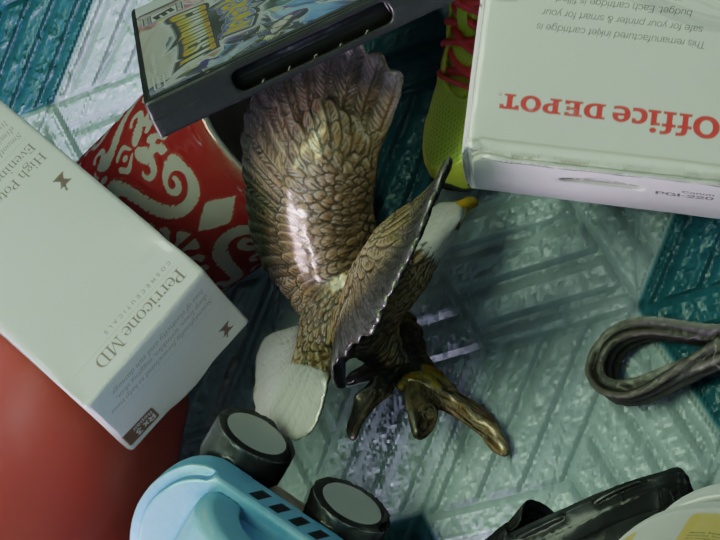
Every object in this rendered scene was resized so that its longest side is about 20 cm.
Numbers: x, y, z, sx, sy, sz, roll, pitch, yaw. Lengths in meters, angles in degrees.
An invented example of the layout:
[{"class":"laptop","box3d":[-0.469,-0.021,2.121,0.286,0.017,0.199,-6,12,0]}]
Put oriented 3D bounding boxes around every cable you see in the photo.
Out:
[{"class":"cable","box3d":[0.190,0.036,1.475,0.199,0.050,0.098,13,85,44]}]

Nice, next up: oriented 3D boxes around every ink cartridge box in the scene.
[{"class":"ink cartridge box","box3d":[0.135,-0.136,1.517,0.145,0.085,0.201,7,77,5]}]

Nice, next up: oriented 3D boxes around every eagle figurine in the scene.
[{"class":"eagle figurine","box3d":[0.004,-0.006,1.573,0.151,0.200,0.151,6,55,23]}]

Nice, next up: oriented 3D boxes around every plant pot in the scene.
[{"class":"plant pot","box3d":[-0.195,0.125,1.704,0.200,0.200,0.178,-4,54,42]}]

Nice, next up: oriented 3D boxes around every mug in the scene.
[{"class":"mug","box3d":[-0.100,-0.044,1.752,0.200,0.177,0.134,-39,90,33]}]

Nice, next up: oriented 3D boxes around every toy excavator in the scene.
[{"class":"toy excavator","box3d":[-0.048,0.185,1.520,0.194,0.200,0.100,34,115,7]}]

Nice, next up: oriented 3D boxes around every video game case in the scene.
[{"class":"video game case","box3d":[-0.035,-0.145,1.582,0.180,0.026,0.200,-25,19,2]}]

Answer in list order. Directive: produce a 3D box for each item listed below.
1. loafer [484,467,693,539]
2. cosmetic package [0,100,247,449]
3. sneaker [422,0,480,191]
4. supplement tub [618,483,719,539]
[{"class":"loafer","box3d":[0.092,0.155,1.524,0.200,0.068,0.071,-22,54,32]},{"class":"cosmetic package","box3d":[-0.169,-0.004,1.636,0.200,0.074,0.102,37,83,31]},{"class":"sneaker","box3d":[0.072,-0.142,1.618,0.078,0.090,0.201,25,94,44]},{"class":"supplement tub","box3d":[0.155,0.193,1.332,0.145,0.200,0.146,9,115,20]}]
